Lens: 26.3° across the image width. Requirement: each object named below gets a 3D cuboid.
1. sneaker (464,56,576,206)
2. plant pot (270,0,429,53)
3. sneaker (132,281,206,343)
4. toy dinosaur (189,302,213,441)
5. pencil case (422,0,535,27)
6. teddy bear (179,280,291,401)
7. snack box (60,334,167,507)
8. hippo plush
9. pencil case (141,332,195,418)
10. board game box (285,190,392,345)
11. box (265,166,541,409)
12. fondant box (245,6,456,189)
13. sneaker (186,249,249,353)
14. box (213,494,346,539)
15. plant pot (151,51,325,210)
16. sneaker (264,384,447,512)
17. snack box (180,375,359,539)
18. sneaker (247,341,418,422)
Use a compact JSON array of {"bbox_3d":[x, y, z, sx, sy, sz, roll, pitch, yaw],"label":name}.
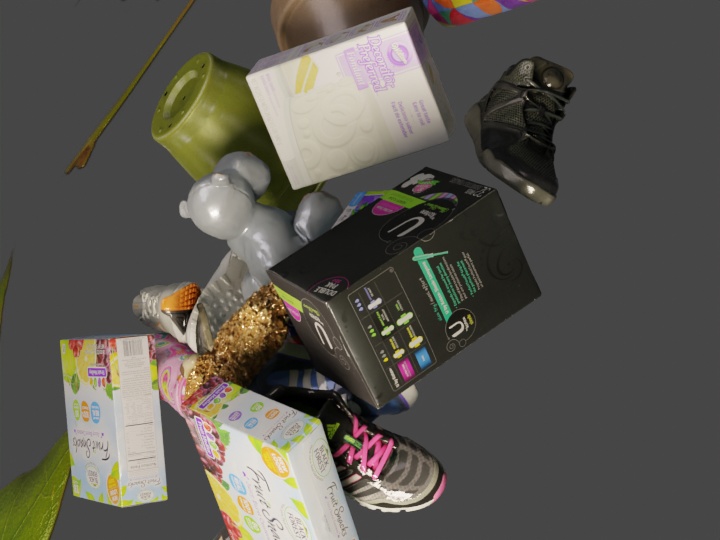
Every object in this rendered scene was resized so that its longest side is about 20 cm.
[{"bbox_3d":[0.170,-0.147,1.545,0.115,0.076,0.200,-54,22,21],"label":"sneaker"},{"bbox_3d":[0.004,-0.262,1.837,0.200,0.199,0.176,-40,50,30],"label":"plant pot"},{"bbox_3d":[-0.243,0.051,1.915,0.200,0.091,0.077,77,-161,-84],"label":"sneaker"},{"bbox_3d":[-0.157,0.103,1.730,0.088,0.047,0.202,-24,50,26],"label":"toy dinosaur"},{"bbox_3d":[0.150,-0.337,1.761,0.199,0.088,0.089,-1,61,56],"label":"pencil case"},{"bbox_3d":[-0.114,0.061,1.546,0.200,0.067,0.145,-50,10,4],"label":"teddy bear"},{"bbox_3d":[-0.304,0.180,1.892,0.168,0.067,0.202,-6,90,59],"label":"snack box"},{"bbox_3d":[-0.136,-0.044,1.799,0.159,0.160,0.201,-46,9,46],"label":"hippo plush"},{"bbox_3d":[-0.220,0.128,1.893,0.088,0.087,0.200,-60,27,-5],"label":"pencil case"},{"bbox_3d":[0.000,0.000,1.634,0.134,0.045,0.201,-1,46,49],"label":"board game box"},{"bbox_3d":[0.040,0.012,1.465,0.199,0.125,0.148,-34,24,-16],"label":"box"},{"bbox_3d":[-0.010,-0.191,1.729,0.198,0.145,0.058,-17,21,19],"label":"fondant box"},{"bbox_3d":[-0.166,0.044,1.885,0.080,0.076,0.201,-43,12,39],"label":"sneaker"},{"bbox_3d":[-0.101,0.276,1.589,0.201,0.049,0.082,-52,28,11],"label":"box"},{"bbox_3d":[-0.156,-0.175,1.973,0.200,0.192,0.202,-38,34,32],"label":"plant pot"},{"bbox_3d":[-0.015,0.162,1.437,0.198,0.088,0.074,23,71,20],"label":"sneaker"},{"bbox_3d":[-0.077,0.205,1.430,0.141,0.201,0.053,17,46,38],"label":"snack box"},{"bbox_3d":[-0.051,0.154,1.542,0.199,0.081,0.147,10,56,37],"label":"sneaker"}]
